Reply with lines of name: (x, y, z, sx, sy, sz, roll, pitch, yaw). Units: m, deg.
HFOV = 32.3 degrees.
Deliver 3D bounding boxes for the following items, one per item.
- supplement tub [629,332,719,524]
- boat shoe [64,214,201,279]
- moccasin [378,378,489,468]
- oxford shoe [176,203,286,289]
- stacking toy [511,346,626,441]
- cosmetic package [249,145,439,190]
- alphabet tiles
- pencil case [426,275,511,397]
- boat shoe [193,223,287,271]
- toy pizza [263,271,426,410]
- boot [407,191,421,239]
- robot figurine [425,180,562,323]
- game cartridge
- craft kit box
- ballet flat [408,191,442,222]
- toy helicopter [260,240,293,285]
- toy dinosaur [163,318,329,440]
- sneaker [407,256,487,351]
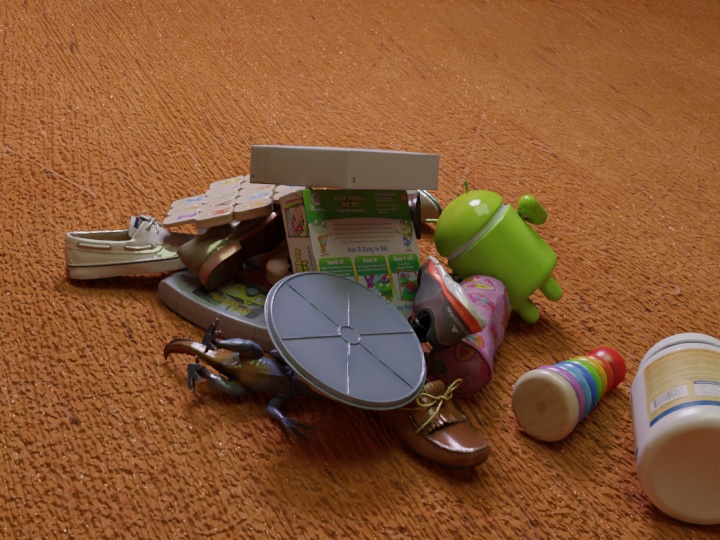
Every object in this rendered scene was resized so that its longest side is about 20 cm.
supplement tub: (0.377, 0.171, 1.392, 0.144, 0.145, 0.200, 12, 28, 3)
boat shoe: (-0.282, -0.037, 1.609, 0.199, 0.070, 0.071, -6, 16, -10)
moccasin: (0.074, 0.151, 1.398, 0.073, 0.078, 0.201, -7, 32, -29)
oxford shoe: (-0.148, -0.058, 1.599, 0.074, 0.071, 0.200, 38, 52, 20)
stacking toy: (0.265, 0.136, 1.499, 0.085, 0.086, 0.200, 27, 27, 29)
cosmetic package: (-0.017, -0.126, 1.539, 0.150, 0.052, 0.200, 9, 8, 34)
alphabet tiles: (-0.159, -0.096, 1.626, 0.195, 0.015, 0.200, -11, 18, 3)
pencil case: (0.136, 0.080, 1.552, 0.087, 0.088, 0.200, 15, 28, 9)
boat shoe: (-0.133, -0.026, 1.678, 0.199, 0.072, 0.069, 20, -13, 6)
toy pizza: (-0.019, 0.081, 1.373, 0.199, 0.032, 0.201, 22, 36, -17)
boot: (-0.017, -0.074, 1.723, 0.199, 0.065, 0.186, 0, -2, -2)
robot figurine: (0.182, -0.023, 1.669, 0.200, 0.175, 0.116, 45, 9, -5)
game cartridge: (-0.150, 0.041, 1.581, 0.199, 0.041, 0.133, 22, 33, 21)
craft kit box: (0.000, 0.000, 1.516, 0.048, 0.199, 0.199, -14, -7, 41)
ballet flat: (0.046, -0.112, 1.933, 0.062, 0.068, 0.200, -36, 42, -18)
toy helicopter: (-0.039, -0.020, 1.605, 0.199, 0.079, 0.132, -24, 31, -37)
toy dinosaur: (-0.100, 0.106, 1.423, 0.181, 0.105, 0.200, 15, 10, -33)
sneaker: (0.083, 0.043, 1.471, 0.077, 0.082, 0.200, 51, 1, -13)
